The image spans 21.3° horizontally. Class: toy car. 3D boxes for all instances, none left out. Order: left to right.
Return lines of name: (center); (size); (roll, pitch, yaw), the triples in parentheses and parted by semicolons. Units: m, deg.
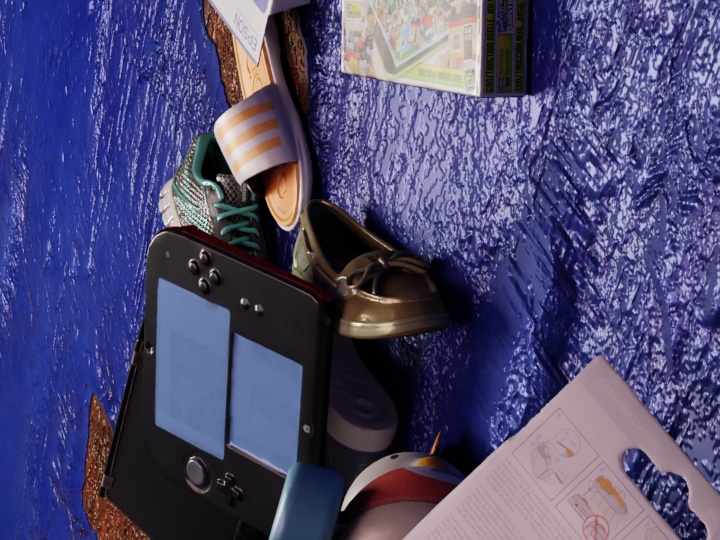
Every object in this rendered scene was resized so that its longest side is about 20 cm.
toy car: (0.035, 0.164, 1.210); (0.201, 0.183, 0.178); (-77, 5, -56)

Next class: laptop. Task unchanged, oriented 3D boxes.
laptop: (-0.134, 0.114, 1.519); (0.201, 0.115, 0.188); (-81, 8, -48)

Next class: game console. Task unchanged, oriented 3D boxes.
game console: (-0.089, 0.080, 1.345); (0.176, 0.031, 0.202); (26, 122, 41)

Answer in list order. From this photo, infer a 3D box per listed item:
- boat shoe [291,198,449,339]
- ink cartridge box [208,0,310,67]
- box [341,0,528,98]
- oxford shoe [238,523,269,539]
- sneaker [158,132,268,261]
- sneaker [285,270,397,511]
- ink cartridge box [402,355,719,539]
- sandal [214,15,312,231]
boat shoe: (0.002, -0.001, 1.313); (0.201, 0.073, 0.064); (-144, 49, -68)
ink cartridge box: (-0.081, -0.294, 1.474); (0.198, 0.047, 0.201); (56, 144, 45)
box: (0.045, -0.174, 1.231); (0.200, 0.034, 0.111); (-160, 68, -63)
oxford shoe: (-0.091, 0.196, 1.542); (0.085, 0.072, 0.201); (64, 147, 35)
sneaker: (-0.110, -0.033, 1.547); (0.201, 0.077, 0.092); (62, 142, 38)
sneaker: (-0.048, 0.112, 1.422); (0.200, 0.080, 0.147); (53, 136, 41)
ink cartridge box: (0.114, 0.169, 1.027); (0.200, 0.050, 0.162); (-45, 71, 16)
sandal: (-0.090, -0.124, 1.498); (0.079, 0.059, 0.208); (129, 131, -56)
